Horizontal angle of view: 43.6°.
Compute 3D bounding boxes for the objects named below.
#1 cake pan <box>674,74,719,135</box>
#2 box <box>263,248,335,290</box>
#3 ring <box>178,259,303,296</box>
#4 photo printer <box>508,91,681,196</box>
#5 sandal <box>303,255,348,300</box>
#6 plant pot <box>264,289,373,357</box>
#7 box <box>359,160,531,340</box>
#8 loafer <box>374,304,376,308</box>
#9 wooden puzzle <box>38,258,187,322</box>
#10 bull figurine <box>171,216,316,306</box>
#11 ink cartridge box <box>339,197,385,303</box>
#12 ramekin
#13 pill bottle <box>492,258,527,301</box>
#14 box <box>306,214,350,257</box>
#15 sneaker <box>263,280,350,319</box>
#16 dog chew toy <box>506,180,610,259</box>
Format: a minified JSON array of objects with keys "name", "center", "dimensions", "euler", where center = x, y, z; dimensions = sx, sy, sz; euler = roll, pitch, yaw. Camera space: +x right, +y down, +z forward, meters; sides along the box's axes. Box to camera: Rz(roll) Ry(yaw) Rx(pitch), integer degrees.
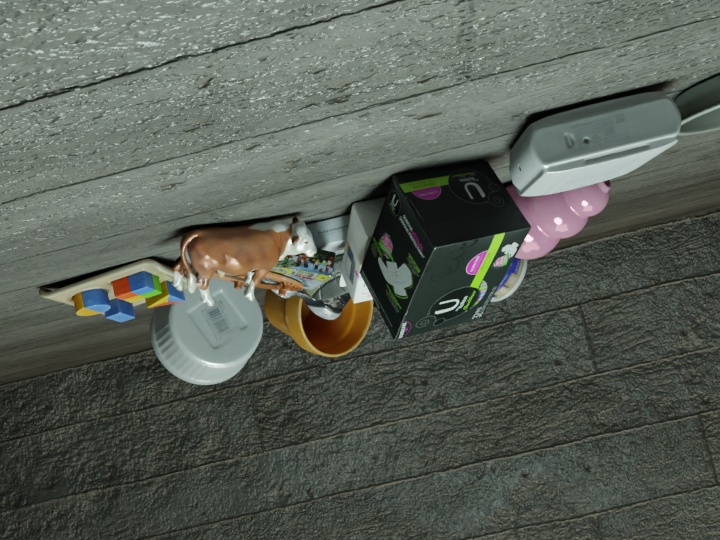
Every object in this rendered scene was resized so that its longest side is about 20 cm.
[{"name":"cake pan","center":[0.456,-0.205,1.038],"dimensions":[0.200,0.037,0.200],"euler":[-13,175,-1]},{"name":"box","center":[-0.122,-0.010,1.378],"dimensions":[0.136,0.038,0.200],"euler":[12,171,-10]},{"name":"ring","center":[-0.189,0.013,1.416],"dimensions":[0.200,0.019,0.200],"euler":[11,171,2]},{"name":"photo printer","center":[0.262,-0.141,1.049],"dimensions":[0.166,0.070,0.200],"euler":[-14,176,1]},{"name":"sandal","center":[-0.001,-0.001,1.515],"dimensions":[0.200,0.080,0.057],"euler":[-7,-167,8]},{"name":"plant pot","center":[-0.107,0.075,1.936],"dimensions":[0.200,0.201,0.183],"euler":[-9,-170,-40]},{"name":"box","center":[0.105,-0.026,1.184],"dimensions":[0.148,0.124,0.200],"euler":[-13,147,-24]},{"name":"loafer","center":[0.041,0.112,3.427],"dimensions":[0.200,0.073,0.071],"euler":[-7,-176,-17]},{"name":"wooden puzzle","center":[-0.363,0.040,1.397],"dimensions":[0.200,0.046,0.185],"euler":[-14,167,10]},{"name":"bull figurine","center":[-0.157,-0.018,1.208],"dimensions":[0.200,0.065,0.122],"euler":[0,126,-36]},{"name":"ink cartridge box","center":[0.039,-0.021,1.328],"dimensions":[0.117,0.067,0.200],"euler":[-12,146,-17]},{"name":"ramekin","center":[-0.276,0.102,1.650],"dimensions":[0.200,0.201,0.098],"euler":[-11,166,-30]},{"name":"pill bottle","center":[0.167,-0.032,1.473],"dimensions":[0.200,0.120,0.120],"euler":[22,153,-37]},{"name":"box","center":[-0.017,-0.056,1.438],"dimensions":[0.156,0.041,0.200],"euler":[-14,176,-1]},{"name":"sneaker","center":[-0.083,0.003,1.575],"dimensions":[0.200,0.076,0.114],"euler":[33,117,-33]},{"name":"dog chew toy","center":[0.297,-0.097,1.397],"dimensions":[0.200,0.125,0.124],"euler":[-27,167,40]}]
